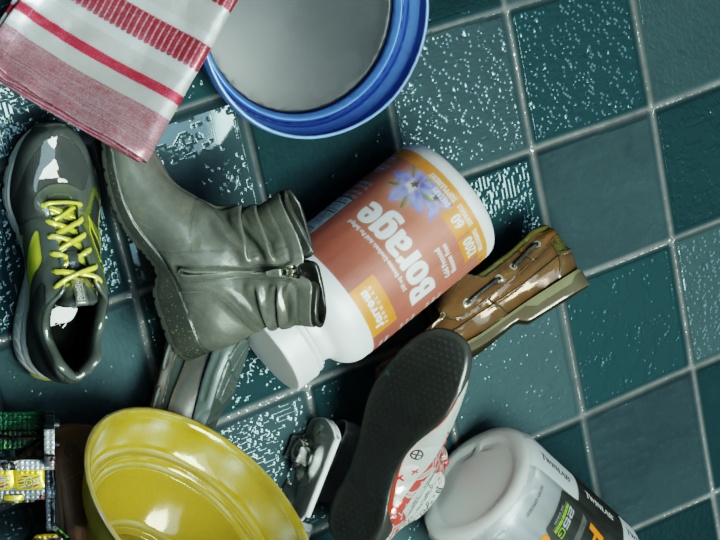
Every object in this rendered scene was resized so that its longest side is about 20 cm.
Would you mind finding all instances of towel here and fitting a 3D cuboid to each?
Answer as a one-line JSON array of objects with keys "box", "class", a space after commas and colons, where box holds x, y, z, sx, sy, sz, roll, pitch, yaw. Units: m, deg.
[{"box": [-0.171, -0.198, 1.517, 0.144, 0.023, 0.200, 29, 84, -6], "class": "towel"}]

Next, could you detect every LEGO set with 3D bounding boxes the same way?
[{"box": [-0.290, 0.167, 1.480, 0.199, 0.116, 0.154, 8, 92, -9], "class": "LEGO set"}]

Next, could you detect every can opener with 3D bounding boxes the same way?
[{"box": [-0.050, 0.216, 1.695, 0.067, 0.053, 0.201, 18, 93, -31], "class": "can opener"}]

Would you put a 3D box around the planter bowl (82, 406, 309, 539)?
[{"box": [-0.138, 0.202, 1.519, 0.200, 0.201, 0.083, 25, 120, -30], "class": "planter bowl"}]

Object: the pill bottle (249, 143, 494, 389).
[{"box": [0.000, 0.000, 1.638, 0.200, 0.112, 0.112, -39, 117, -16], "class": "pill bottle"}]

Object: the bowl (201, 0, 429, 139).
[{"box": [-0.041, -0.204, 1.611, 0.200, 0.039, 0.201, -7, 105, -27], "class": "bowl"}]

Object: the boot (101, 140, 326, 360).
[{"box": [-0.104, -0.038, 1.550, 0.130, 0.068, 0.200, -19, 98, 18], "class": "boot"}]

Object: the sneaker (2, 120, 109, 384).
[{"box": [-0.214, -0.010, 1.535, 0.074, 0.085, 0.201, -9, 105, -27], "class": "sneaker"}]

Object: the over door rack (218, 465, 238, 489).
[{"box": [-0.101, 0.265, 1.600, 0.200, 0.148, 0.067, -56, 162, 11], "class": "over door rack"}]

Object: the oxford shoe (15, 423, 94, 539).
[{"box": [-0.215, 0.215, 1.596, 0.071, 0.071, 0.201, -10, 105, -30], "class": "oxford shoe"}]

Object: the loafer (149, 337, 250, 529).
[{"box": [-0.149, 0.128, 1.624, 0.063, 0.072, 0.200, 24, 93, 14], "class": "loafer"}]

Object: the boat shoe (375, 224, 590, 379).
[{"box": [0.090, 0.034, 1.728, 0.200, 0.072, 0.068, -30, 84, -11], "class": "boat shoe"}]

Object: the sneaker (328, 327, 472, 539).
[{"box": [0.044, 0.130, 1.688, 0.202, 0.067, 0.108, -66, 162, 15], "class": "sneaker"}]

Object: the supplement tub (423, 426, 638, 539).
[{"box": [0.158, 0.234, 1.771, 0.200, 0.122, 0.123, 41, 81, -29], "class": "supplement tub"}]
